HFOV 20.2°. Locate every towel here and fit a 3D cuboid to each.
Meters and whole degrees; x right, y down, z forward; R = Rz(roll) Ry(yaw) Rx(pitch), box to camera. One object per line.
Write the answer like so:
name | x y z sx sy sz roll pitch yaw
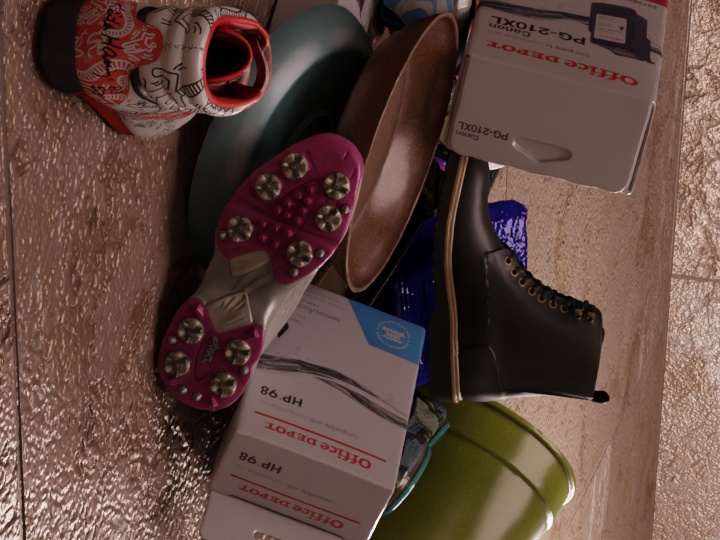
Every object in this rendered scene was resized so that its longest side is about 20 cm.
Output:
towel | 0.046 0.033 1.588 0.199 0.050 0.149 -16 123 -23

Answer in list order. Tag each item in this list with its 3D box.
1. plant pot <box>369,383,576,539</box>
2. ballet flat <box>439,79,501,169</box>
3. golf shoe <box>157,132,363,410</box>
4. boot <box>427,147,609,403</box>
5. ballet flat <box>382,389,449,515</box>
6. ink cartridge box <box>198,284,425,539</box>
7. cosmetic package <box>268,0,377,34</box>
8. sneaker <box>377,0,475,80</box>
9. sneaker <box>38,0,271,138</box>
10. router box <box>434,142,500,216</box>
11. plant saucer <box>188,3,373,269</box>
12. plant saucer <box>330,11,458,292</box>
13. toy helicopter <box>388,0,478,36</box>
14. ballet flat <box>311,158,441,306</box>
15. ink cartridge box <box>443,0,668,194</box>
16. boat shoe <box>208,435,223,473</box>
plant pot | 0.052 0.222 1.694 0.194 0.199 0.201 -60 155 -26
ballet flat | 0.070 -0.116 1.580 0.068 0.199 0.076 -50 -137 47
golf shoe | -0.063 -0.006 1.312 0.201 0.075 0.092 -55 179 12
boot | 0.123 0.003 1.517 0.078 0.137 0.202 -68 160 -69
ballet flat | 0.018 0.127 1.493 0.200 0.074 0.075 -40 136 -80
ink cartridge box | -0.030 0.107 1.366 0.201 0.115 0.067 -77 -169 -48
cosmetic package | -0.025 -0.185 1.462 0.083 0.050 0.201 61 40 -61
sneaker | 0.052 -0.195 1.568 0.200 0.072 0.072 73 27 -80
sneaker | -0.095 -0.110 1.154 0.201 0.107 0.068 18 80 -74
router box | 0.064 -0.035 1.700 0.149 0.051 0.201 -55 169 -56
plant saucer | -0.044 -0.081 1.366 0.200 0.027 0.201 -46 152 -33
plant saucer | 0.015 -0.086 1.385 0.200 0.036 0.202 21 90 -78
toy helicopter | 0.065 -0.279 1.729 0.200 0.078 0.133 -67 151 -71
ballet flat | 0.000 0.000 1.496 0.201 0.046 0.067 -55 135 -6
ink cartridge box | 0.151 -0.156 1.521 0.200 0.144 0.085 -73 176 -55
boat shoe | -0.050 0.130 1.489 0.202 0.060 0.073 -11 113 -72
